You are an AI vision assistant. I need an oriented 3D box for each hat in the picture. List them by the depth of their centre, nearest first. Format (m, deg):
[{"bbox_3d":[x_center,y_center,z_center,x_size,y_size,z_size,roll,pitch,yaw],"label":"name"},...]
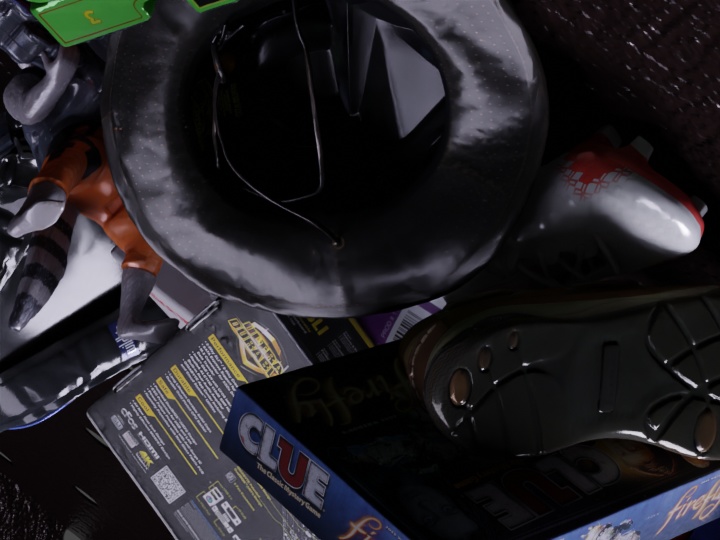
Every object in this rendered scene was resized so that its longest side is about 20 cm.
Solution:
[{"bbox_3d":[-0.009,-0.075,0.960,0.200,0.201,0.081,36,-155,4],"label":"hat"}]

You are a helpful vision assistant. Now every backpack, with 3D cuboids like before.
[{"bbox_3d":[-0.229,0.001,1.480,0.200,0.191,0.154,46,178,-27],"label":"backpack"}]

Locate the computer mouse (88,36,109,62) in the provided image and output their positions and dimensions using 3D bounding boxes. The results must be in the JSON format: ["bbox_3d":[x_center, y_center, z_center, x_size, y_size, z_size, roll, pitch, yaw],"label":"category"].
[{"bbox_3d":[-0.108,-0.142,0.962,0.200,0.139,0.053,40,180,-45],"label":"computer mouse"}]

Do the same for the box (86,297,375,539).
[{"bbox_3d":[-0.028,0.107,1.097,0.201,0.049,0.159,53,132,2],"label":"box"}]

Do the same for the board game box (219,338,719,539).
[{"bbox_3d":[0.058,0.078,0.952,0.135,0.199,0.035,38,125,33],"label":"board game box"}]

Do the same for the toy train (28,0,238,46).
[{"bbox_3d":[-0.056,-0.133,0.875,0.199,0.042,0.056,-13,136,32],"label":"toy train"}]

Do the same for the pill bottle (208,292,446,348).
[{"bbox_3d":[0.000,0.000,1.126,0.199,0.113,0.113,32,163,19],"label":"pill bottle"}]

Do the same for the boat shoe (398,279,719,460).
[{"bbox_3d":[0.108,0.034,0.941,0.198,0.076,0.074,3,-167,-26],"label":"boat shoe"}]

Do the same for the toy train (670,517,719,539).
[{"bbox_3d":[0.182,0.163,1.035,0.084,0.201,0.116,24,164,37],"label":"toy train"}]

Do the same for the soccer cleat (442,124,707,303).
[{"bbox_3d":[0.076,-0.013,0.975,0.069,0.085,0.199,45,163,-24],"label":"soccer cleat"}]

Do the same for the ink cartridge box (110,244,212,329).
[{"bbox_3d":[-0.041,0.042,1.346,0.200,0.084,0.146,49,170,-36],"label":"ink cartridge box"}]

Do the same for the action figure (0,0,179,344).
[{"bbox_3d":[-0.167,-0.073,1.179,0.199,0.104,0.194,34,-149,-35],"label":"action figure"}]
